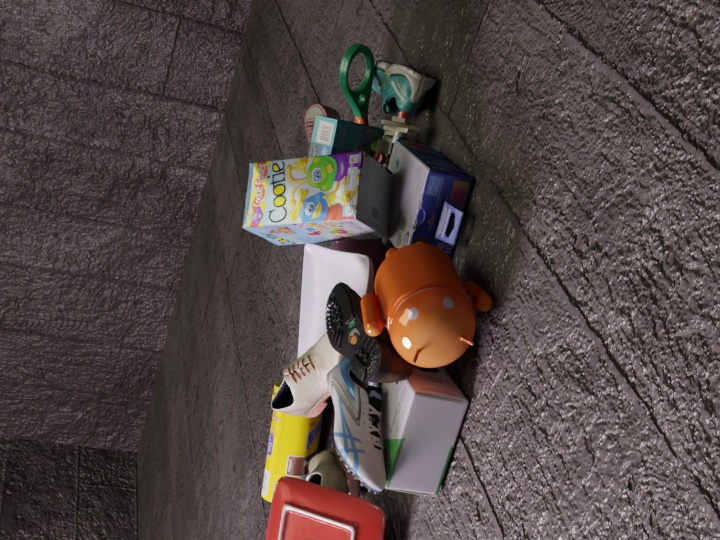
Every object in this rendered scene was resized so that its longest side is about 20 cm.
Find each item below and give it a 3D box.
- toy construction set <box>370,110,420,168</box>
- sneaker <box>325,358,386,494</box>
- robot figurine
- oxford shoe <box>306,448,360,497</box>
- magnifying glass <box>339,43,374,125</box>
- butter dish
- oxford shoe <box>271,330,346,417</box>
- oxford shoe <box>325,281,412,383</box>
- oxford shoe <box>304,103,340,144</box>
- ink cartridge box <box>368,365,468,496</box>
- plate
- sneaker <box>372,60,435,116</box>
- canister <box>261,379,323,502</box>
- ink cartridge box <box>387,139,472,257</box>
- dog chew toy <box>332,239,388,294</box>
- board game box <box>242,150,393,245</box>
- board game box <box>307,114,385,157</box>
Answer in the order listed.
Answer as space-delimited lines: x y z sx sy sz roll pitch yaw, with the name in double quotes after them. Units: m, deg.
0.033 -0.162 1.619 0.091 0.130 0.203 30 103 27 "toy construction set"
0.002 0.201 1.350 0.072 0.072 0.202 -35 48 22 "sneaker"
0.084 0.044 1.306 0.117 0.142 0.201 -55 28 24 "robot figurine"
-0.062 0.340 1.676 0.200 0.072 0.072 172 92 -72 "oxford shoe"
-0.001 -0.280 1.687 0.022 0.079 0.203 19 134 32 "magnifying glass"
-0.035 0.422 1.507 0.197 0.147 0.204 9 88 30 "butter dish"
-0.069 0.150 1.466 0.201 0.073 0.071 -62 41 37 "oxford shoe"
0.010 0.089 1.369 0.073 0.083 0.201 -59 37 22 "oxford shoe"
-0.041 -0.190 1.758 0.070 0.074 0.204 -10 87 36 "oxford shoe"
0.062 0.194 1.404 0.200 0.083 0.148 -126 49 -66 "ink cartridge box"
-0.033 0.069 1.509 0.199 0.032 0.204 13 100 59 "plate"
0.055 -0.298 1.670 0.081 0.076 0.200 -67 20 5 "sneaker"
-0.119 0.306 1.824 0.148 0.085 0.204 -10 -71 -80 "canister"
0.093 -0.095 1.473 0.200 0.075 0.139 -123 45 -65 "ink cartridge box"
0.000 0.000 1.634 0.125 0.122 0.203 120 157 -45 "dog chew toy"
-0.063 -0.105 1.506 0.197 0.105 0.105 -3 75 29 "board game box"
-0.016 -0.166 1.663 0.046 0.199 0.154 18 100 31 "board game box"
